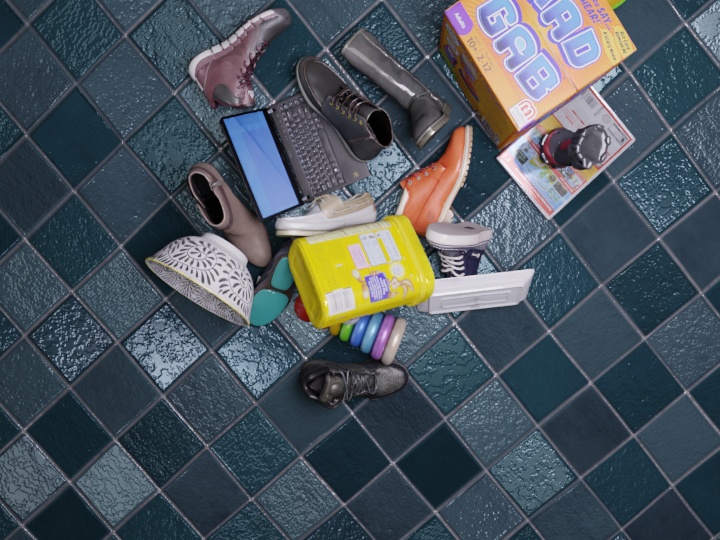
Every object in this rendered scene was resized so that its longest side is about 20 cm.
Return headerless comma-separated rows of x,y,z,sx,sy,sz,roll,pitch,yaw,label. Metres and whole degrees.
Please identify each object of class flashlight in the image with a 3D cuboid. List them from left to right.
0.331,-0.194,1.016,0.067,0.200,0.069,-30,95,3,flashlight

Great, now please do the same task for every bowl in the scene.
-0.248,0.001,1.095,0.198,0.201,0.095,32,73,-3,bowl

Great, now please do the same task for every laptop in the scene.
-0.104,-0.203,1.090,0.196,0.103,0.181,-22,97,4,laptop

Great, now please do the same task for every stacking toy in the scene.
-0.022,0.087,1.141,0.196,0.085,0.087,23,97,3,stacking toy

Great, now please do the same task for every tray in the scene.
0.194,0.042,1.117,0.195,0.108,0.023,-6,62,2,tray

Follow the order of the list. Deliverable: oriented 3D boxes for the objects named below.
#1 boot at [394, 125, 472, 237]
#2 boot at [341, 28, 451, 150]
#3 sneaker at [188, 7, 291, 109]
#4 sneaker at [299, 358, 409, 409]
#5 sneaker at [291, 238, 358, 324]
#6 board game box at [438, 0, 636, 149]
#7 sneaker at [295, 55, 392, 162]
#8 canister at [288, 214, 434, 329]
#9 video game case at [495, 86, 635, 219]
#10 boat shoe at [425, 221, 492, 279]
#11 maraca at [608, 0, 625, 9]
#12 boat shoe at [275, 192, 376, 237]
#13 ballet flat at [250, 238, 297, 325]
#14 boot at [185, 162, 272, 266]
0.124,-0.157,1.109,0.105,0.075,0.204,21,98,3,boot
0.054,-0.296,1.047,0.200,0.183,0.072,45,114,-11,boot
-0.180,-0.335,1.087,0.197,0.076,0.117,-28,88,14,sneaker
-0.011,0.198,1.135,0.194,0.114,0.078,4,99,-2,sneaker
-0.032,-0.005,1.130,0.112,0.076,0.201,-23,63,-32,sneaker
0.257,-0.339,1.008,0.198,0.200,0.202,-33,90,6,board game box
-0.020,-0.276,1.066,0.075,0.106,0.201,-44,103,-18,sneaker
0.000,0.000,1.033,0.196,0.087,0.151,-13,68,-28,canister
0.351,-0.208,1.123,0.200,0.017,0.143,-42,95,5,video game case
0.157,-0.025,1.068,0.074,0.198,0.095,22,106,30,boat shoe
0.359,-0.507,1.040,0.136,0.107,0.202,-34,95,6,maraca
-0.057,-0.092,1.084,0.197,0.074,0.070,-9,98,-41,boat shoe
-0.142,0.017,1.126,0.072,0.073,0.201,34,132,-3,ballet flat
-0.219,-0.086,1.085,0.070,0.146,0.202,-35,96,3,boot
